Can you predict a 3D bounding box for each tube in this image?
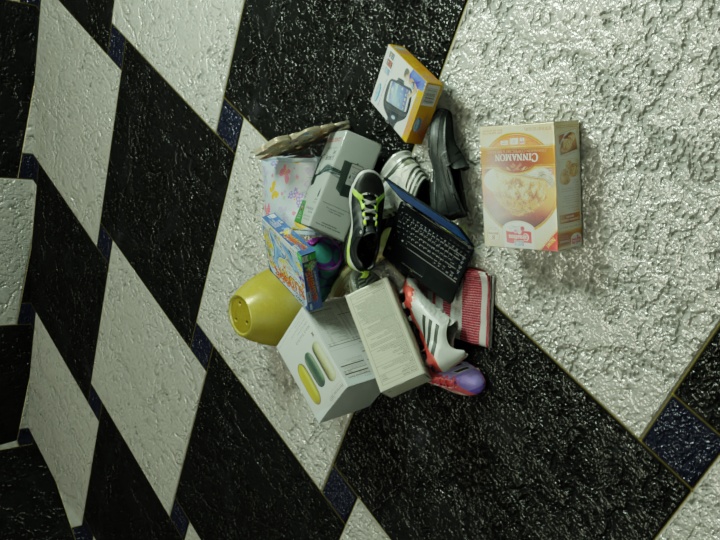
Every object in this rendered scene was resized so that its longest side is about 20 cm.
[{"bbox_3d":[0.125,-0.054,1.583,0.199,0.052,0.058,7,144,44],"label":"tube"}]

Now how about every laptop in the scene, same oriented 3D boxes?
[{"bbox_3d":[0.106,-0.052,1.503,0.177,0.103,0.201,37,126,26],"label":"laptop"}]

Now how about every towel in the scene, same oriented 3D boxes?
[{"bbox_3d":[0.171,0.057,1.573,0.199,0.023,0.146,16,112,48],"label":"towel"}]

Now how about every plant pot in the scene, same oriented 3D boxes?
[{"bbox_3d":[-0.229,0.095,1.972,0.199,0.141,0.202,17,112,48],"label":"plant pot"}]

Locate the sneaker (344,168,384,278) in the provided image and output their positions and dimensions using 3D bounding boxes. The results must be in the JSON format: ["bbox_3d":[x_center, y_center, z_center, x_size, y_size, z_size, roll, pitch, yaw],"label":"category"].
[{"bbox_3d":[0.019,-0.087,1.552,0.083,0.071,0.202,-152,64,-66],"label":"sneaker"}]

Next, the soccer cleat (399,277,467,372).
[{"bbox_3d":[0.138,0.095,1.565,0.085,0.069,0.201,-26,62,14],"label":"soccer cleat"}]

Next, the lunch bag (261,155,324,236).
[{"bbox_3d":[-0.125,-0.164,1.800,0.199,0.126,0.172,11,106,59],"label":"lunch bag"}]

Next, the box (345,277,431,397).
[{"bbox_3d":[0.053,0.127,1.562,0.094,0.078,0.202,-23,69,9],"label":"box"}]

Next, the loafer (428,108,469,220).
[{"bbox_3d":[0.163,-0.191,1.494,0.070,0.068,0.203,-1,93,28],"label":"loafer"}]

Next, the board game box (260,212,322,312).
[{"bbox_3d":[-0.144,-0.020,1.726,0.200,0.034,0.137,41,144,50],"label":"board game box"}]

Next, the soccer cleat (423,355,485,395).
[{"bbox_3d":[0.145,0.198,1.586,0.199,0.076,0.067,18,112,39],"label":"soccer cleat"}]

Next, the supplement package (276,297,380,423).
[{"bbox_3d":[-0.050,0.187,1.770,0.201,0.150,0.152,57,136,24],"label":"supplement package"}]

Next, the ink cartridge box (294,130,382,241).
[{"bbox_3d":[-0.046,-0.170,1.639,0.202,0.082,0.147,-68,17,0],"label":"ink cartridge box"}]

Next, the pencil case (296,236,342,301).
[{"bbox_3d":[-0.095,0.003,1.791,0.093,0.085,0.200,58,155,17],"label":"pencil case"}]

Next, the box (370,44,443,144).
[{"bbox_3d":[0.078,-0.334,1.541,0.200,0.041,0.120,56,135,46],"label":"box"}]

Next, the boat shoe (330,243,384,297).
[{"bbox_3d":[0.001,-0.002,1.733,0.063,0.073,0.201,37,127,0],"label":"boat shoe"}]

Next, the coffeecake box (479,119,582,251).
[{"bbox_3d":[0.277,-0.139,1.355,0.153,0.073,0.202,6,104,49],"label":"coffeecake box"}]

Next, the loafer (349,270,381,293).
[{"bbox_3d":[0.032,0.090,1.686,0.201,0.075,0.070,60,148,-2],"label":"loafer"}]

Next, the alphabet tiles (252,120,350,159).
[{"bbox_3d":[-0.119,-0.270,1.703,0.195,0.199,0.015,-18,91,52],"label":"alphabet tiles"}]

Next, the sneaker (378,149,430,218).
[{"bbox_3d":[0.062,-0.124,1.612,0.116,0.075,0.201,56,130,27],"label":"sneaker"}]
